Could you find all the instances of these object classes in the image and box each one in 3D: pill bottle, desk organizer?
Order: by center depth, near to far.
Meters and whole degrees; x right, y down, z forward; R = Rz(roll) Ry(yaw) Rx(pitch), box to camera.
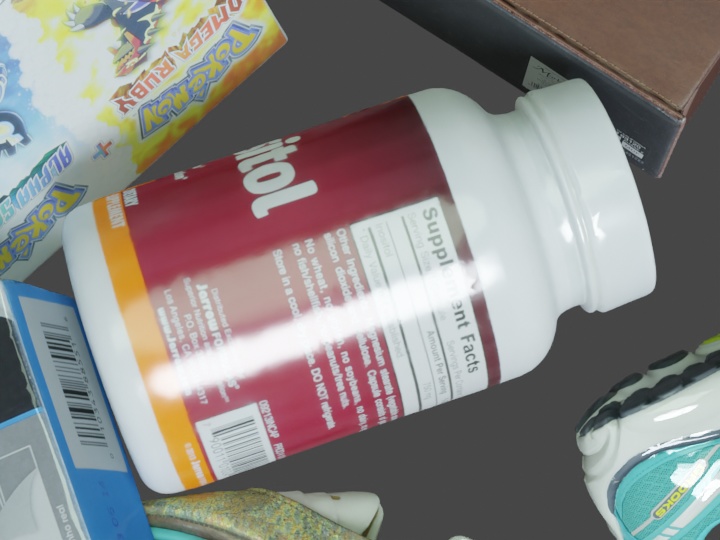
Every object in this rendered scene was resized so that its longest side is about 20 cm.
[{"bbox_3d":[0.000,0.000,0.821,0.200,0.113,0.113,-19,78,-3],"label":"pill bottle"},{"bbox_3d":[0.057,-0.129,0.870,0.200,0.072,0.077,34,78,8],"label":"desk organizer"}]

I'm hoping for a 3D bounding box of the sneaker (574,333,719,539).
[{"bbox_3d":[0.180,0.048,0.837,0.200,0.078,0.080,-25,97,1],"label":"sneaker"}]

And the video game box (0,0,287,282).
[{"bbox_3d":[-0.137,-0.078,0.807,0.200,0.182,0.047,-43,59,-7],"label":"video game box"}]

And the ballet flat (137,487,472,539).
[{"bbox_3d":[0.010,0.119,0.824,0.200,0.071,0.071,24,79,7],"label":"ballet flat"}]

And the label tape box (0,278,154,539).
[{"bbox_3d":[-0.177,0.110,0.798,0.200,0.063,0.144,-24,77,14],"label":"label tape box"}]
